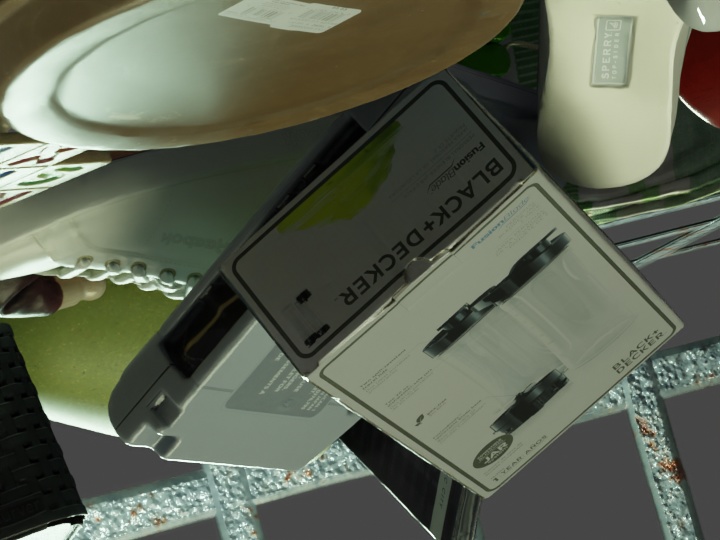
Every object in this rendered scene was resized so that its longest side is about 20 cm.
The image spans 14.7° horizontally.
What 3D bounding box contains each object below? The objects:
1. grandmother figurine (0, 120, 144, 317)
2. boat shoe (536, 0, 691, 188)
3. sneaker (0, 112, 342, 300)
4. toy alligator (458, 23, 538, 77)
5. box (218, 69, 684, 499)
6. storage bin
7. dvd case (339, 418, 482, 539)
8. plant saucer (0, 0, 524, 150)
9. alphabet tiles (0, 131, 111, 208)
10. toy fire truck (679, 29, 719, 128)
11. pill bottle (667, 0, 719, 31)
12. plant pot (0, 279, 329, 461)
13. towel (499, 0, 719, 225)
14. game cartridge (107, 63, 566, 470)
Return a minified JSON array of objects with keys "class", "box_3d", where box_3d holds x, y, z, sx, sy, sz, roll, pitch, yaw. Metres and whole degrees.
[{"class":"grandmother figurine","box_3d":[-0.141,-0.024,1.207,0.200,0.121,0.061,-34,-147,-17]},{"class":"boat shoe","box_3d":[0.101,-0.118,1.030,0.072,0.069,0.200,0,139,3]},{"class":"sneaker","box_3d":[-0.071,-0.009,1.149,0.200,0.085,0.073,-13,179,-19]},{"class":"toy alligator","box_3d":[0.020,-0.102,1.200,0.200,0.054,0.059,-13,178,-19]},{"class":"box","box_3d":[0.041,0.010,1.088,0.117,0.060,0.200,-42,153,6]},{"class":"storage bin","box_3d":[-0.211,0.109,1.235,0.135,0.094,0.200,-19,169,-21]},{"class":"dvd case","box_3d":[0.014,0.020,1.314,0.016,0.149,0.200,-1,-156,-28]},{"class":"plant saucer","box_3d":[-0.034,-0.079,0.875,0.200,0.029,0.200,-13,167,-3]},{"class":"alphabet tiles","box_3d":[-0.193,-0.018,1.017,0.200,0.006,0.166,-19,173,37]},{"class":"toy fire truck","box_3d":[0.192,-0.079,1.142,0.176,0.200,0.129,-10,172,-41]},{"class":"pill bottle","box_3d":[0.184,-0.151,0.872,0.200,0.112,0.112,-16,174,0]},{"class":"plant pot","box_3d":[-0.122,-0.001,1.335,0.200,0.187,0.187,1,168,-22]},{"class":"towel","box_3d":[0.066,-0.071,1.243,0.200,0.153,0.023,-14,138,9]},{"class":"game cartridge","box_3d":[0.000,0.000,1.125,0.200,0.040,0.133,-49,147,18]}]
